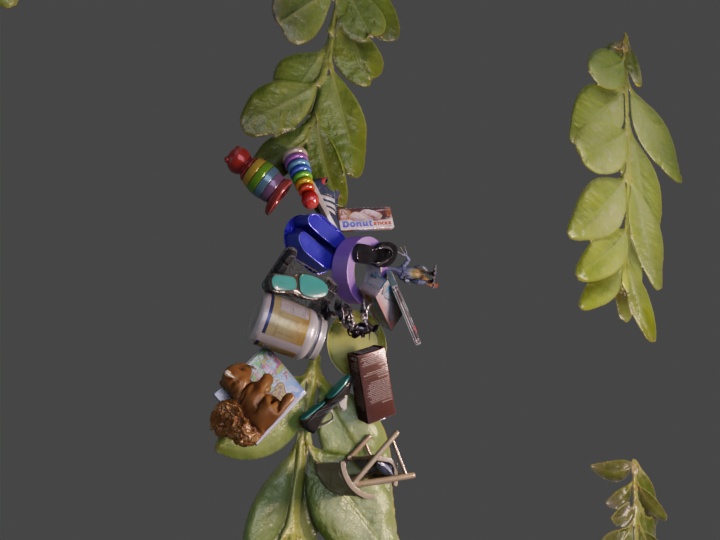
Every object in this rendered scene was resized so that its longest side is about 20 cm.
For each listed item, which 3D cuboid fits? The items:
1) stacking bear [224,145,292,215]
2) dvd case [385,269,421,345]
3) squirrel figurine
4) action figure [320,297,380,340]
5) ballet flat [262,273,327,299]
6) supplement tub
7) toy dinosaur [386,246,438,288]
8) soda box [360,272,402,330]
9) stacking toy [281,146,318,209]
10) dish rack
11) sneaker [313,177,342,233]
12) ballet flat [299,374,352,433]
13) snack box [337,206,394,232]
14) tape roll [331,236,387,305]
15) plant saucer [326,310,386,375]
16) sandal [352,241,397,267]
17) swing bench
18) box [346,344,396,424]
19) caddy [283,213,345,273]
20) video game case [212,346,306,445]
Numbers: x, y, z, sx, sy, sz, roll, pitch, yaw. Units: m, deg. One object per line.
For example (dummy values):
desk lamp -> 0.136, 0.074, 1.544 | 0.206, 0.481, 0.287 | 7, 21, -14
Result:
stacking bear -> -0.310, -0.283, 1.725 | 0.199, 0.114, 0.122 | 38, 62, -5
dvd case -> 0.129, 0.110, 1.768 | 0.022, 0.146, 0.204 | -22, 109, 2
squirrel figurine -> -0.303, 0.341, 1.500 | 0.186, 0.142, 0.200 | 43, 60, 0
action figure -> -0.018, 0.133, 1.678 | 0.199, 0.117, 0.104 | 32, 52, -44
ballet flat -> -0.183, 0.043, 1.598 | 0.197, 0.068, 0.070 | 13, 69, -40
supplement tub -> -0.204, 0.160, 1.617 | 0.196, 0.144, 0.148 | 22, 66, -18
toy dinosaur -> 0.152, 0.023, 1.873 | 0.177, 0.202, 0.107 | 2, 56, 15
soda box -> 0.065, 0.096, 1.739 | 0.063, 0.201, 0.069 | 24, 67, 30
stacking toy -> -0.175, -0.273, 1.770 | 0.084, 0.086, 0.204 | -8, 64, -27
dish rack -> -0.169, 0.047, 1.683 | 0.198, 0.055, 0.155 | 32, 104, -21
sneaker -> -0.089, -0.201, 1.816 | 0.083, 0.075, 0.203 | -25, 87, -17
ballet flat -> -0.086, 0.384, 1.657 | 0.199, 0.068, 0.069 | -40, 103, -19
snack box -> 0.014, -0.166, 1.888 | 0.196, 0.024, 0.074 | -5, 77, -27
tape roll -> 0.000, 0.000, 1.757 | 0.198, 0.065, 0.206 | -5, 97, -51
plant saucer -> -0.015, 0.223, 1.754 | 0.195, 0.031, 0.205 | 7, 73, -23
sandal -> 0.053, -0.045, 1.737 | 0.198, 0.042, 0.078 | -7, 98, -51
swing bench -> 0.006, 0.538, 1.573 | 0.197, 0.198, 0.132 | -20, 83, -28
box -> 0.032, 0.329, 1.693 | 0.098, 0.074, 0.205 | -12, 94, -27
caddy -> -0.138, -0.080, 1.741 | 0.199, 0.104, 0.144 | 39, 64, -28
video game case -> -0.273, 0.338, 1.600 | 0.183, 0.022, 0.200 | 50, 61, -5
